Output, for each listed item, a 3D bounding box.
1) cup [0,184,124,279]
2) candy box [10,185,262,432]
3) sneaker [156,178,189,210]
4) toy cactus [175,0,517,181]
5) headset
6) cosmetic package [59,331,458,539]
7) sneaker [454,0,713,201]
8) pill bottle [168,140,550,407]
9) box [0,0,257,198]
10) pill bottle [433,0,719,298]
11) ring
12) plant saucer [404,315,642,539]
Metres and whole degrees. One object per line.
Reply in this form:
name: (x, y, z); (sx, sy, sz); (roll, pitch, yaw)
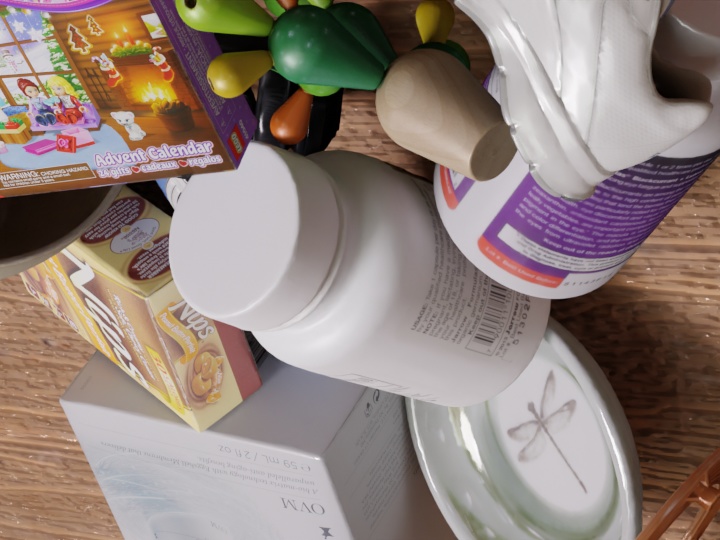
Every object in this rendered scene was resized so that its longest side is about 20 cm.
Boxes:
cup: (-0.236, -0.072, 1.165); (0.200, 0.201, 0.143); (38, 151, -4)
candy box: (-0.150, 0.001, 1.259); (0.200, 0.055, 0.116); (35, 153, 42)
sneaker: (-0.077, -0.028, 1.211); (0.077, 0.076, 0.200); (-22, 114, 43)
toy cactus: (0.000, -0.087, 0.933); (0.165, 0.103, 0.200); (40, -172, 36)
headset: (-0.062, -0.073, 1.113); (0.123, 0.095, 0.200); (-4, 159, 25)
cosmetic package: (-0.056, 0.130, 1.329); (0.198, 0.123, 0.201); (9, 137, 31)
sneaker: (0.078, -0.127, 0.852); (0.087, 0.075, 0.201); (-21, 118, 23)
pill bottle: (0.000, 0.000, 1.078); (0.114, 0.115, 0.199); (-4, 165, 40)
box: (-0.165, -0.099, 0.988); (0.199, 0.039, 0.137); (-6, 131, 25)
pill bottle: (0.119, -0.081, 0.975); (0.111, 0.112, 0.200); (35, 143, 0)
ring: (0.160, 0.173, 1.144); (0.019, 0.200, 0.201); (36, 144, 18)
plant saucer: (0.104, 0.098, 1.195); (0.200, 0.050, 0.201); (35, 135, 43)
